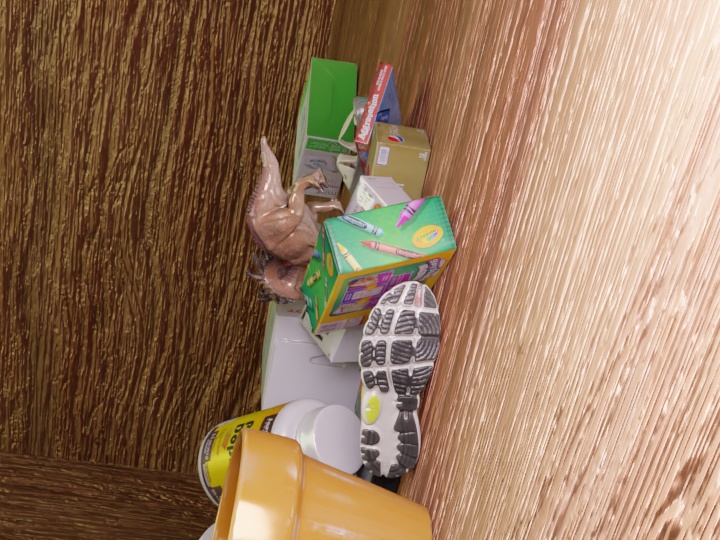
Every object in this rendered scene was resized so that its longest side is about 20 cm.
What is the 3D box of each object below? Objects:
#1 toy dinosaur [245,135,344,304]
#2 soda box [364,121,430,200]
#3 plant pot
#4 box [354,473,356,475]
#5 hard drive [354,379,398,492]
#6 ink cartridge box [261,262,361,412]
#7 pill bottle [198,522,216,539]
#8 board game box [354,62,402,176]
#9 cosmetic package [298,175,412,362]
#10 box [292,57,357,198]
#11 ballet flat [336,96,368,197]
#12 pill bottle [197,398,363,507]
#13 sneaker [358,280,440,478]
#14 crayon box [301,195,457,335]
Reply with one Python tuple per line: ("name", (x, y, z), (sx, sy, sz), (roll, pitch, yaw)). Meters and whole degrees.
("toy dinosaur", (-0.083, -0.038, 1.379), (0.201, 0.135, 0.086), (59, -172, -32))
("soda box", (0.030, -0.066, 1.488), (0.068, 0.063, 0.201), (-95, 15, -63))
("plant pot", (-0.039, 0.258, 1.145), (0.200, 0.182, 0.202), (-168, 90, -82))
("box", (-0.051, 0.288, 1.530), (0.041, 0.118, 0.202), (114, 163, -80))
("hard drive", (0.021, 0.171, 1.422), (0.201, 0.033, 0.140), (-92, 11, -56))
("ink cartridge box", (-0.050, 0.095, 1.631), (0.200, 0.144, 0.146), (-100, 19, -70))
("pill bottle", (-0.094, 0.364, 1.417), (0.199, 0.116, 0.117), (31, 121, 36))
("board game box", (0.024, -0.169, 1.579), (0.200, 0.019, 0.104), (72, -146, -74))
("cosmetic package", (0.000, 0.000, 1.429), (0.083, 0.050, 0.201), (47, 125, 39))
("box", (-0.067, -0.272, 2.446), (0.177, 0.096, 0.201), (111, 164, -55))
("ballet flat", (-0.005, -0.180, 1.927), (0.068, 0.063, 0.201), (-89, 9, -49))
("pill bottle", (-0.086, 0.206, 1.420), (0.199, 0.109, 0.110), (-22, 54, 45))
("sneaker", (0.028, 0.100, 1.250), (0.085, 0.076, 0.202), (-105, 24, -73))
("crayon box", (0.014, -0.001, 1.270), (0.200, 0.118, 0.059), (115, 140, -68))
